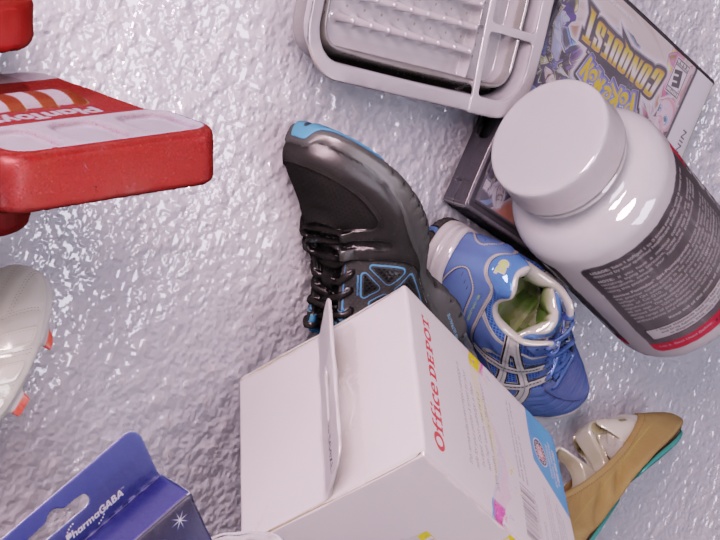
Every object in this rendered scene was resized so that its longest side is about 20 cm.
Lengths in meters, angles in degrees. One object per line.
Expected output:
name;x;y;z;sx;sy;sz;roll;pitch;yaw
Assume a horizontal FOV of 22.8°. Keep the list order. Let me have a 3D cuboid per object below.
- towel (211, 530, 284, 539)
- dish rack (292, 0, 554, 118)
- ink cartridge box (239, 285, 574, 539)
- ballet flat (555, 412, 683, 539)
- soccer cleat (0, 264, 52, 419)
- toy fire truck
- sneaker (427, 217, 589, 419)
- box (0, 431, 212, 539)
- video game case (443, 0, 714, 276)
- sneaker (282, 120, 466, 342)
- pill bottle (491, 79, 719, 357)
towel;-0.057;0.206;1.022;0.200;0.145;0.024;49;40;-42
dish rack;0.041;-0.188;1.049;0.199;0.043;0.174;6;100;-46
ink cartridge box;0.021;0.120;1.031;0.124;0.129;0.200;-29;129;21
ballet flat;0.168;0.141;1.272;0.063;0.069;0.200;50;44;1
soccer cleat;-0.224;0.070;0.854;0.201;0.069;0.078;-53;131;-15
toy fire truck;-0.184;-0.058;0.774;0.199;0.167;0.114;-11;111;-43
sneaker;0.106;0.045;1.170;0.200;0.077;0.076;45;70;-45
box;-0.115;0.191;0.901;0.121;0.032;0.201;-40;129;-25
video game case;0.154;-0.090;1.209;0.199;0.025;0.182;30;82;-46
sneaker;0.000;0.000;1.050;0.082;0.073;0.201;-47;131;-21
pill bottle;0.165;-0.034;1.140;0.200;0.110;0.111;41;75;-45
